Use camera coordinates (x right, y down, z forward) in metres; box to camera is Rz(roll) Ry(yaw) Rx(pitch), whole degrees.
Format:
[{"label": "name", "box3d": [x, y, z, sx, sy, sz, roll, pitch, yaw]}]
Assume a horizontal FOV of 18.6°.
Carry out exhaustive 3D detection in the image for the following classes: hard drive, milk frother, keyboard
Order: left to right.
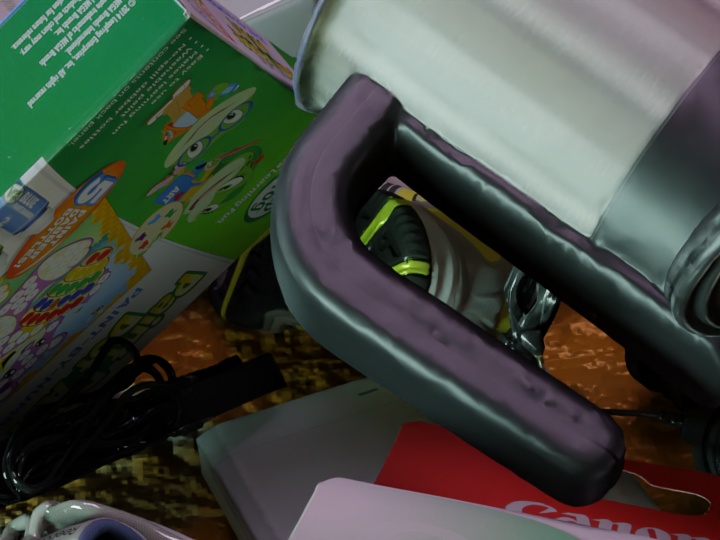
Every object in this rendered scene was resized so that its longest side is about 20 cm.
[{"label": "keyboard", "box3d": [-0.104, 0.051, 0.737, 0.104, 0.040, 0.200, -19, 2, 40]}, {"label": "hard drive", "box3d": [0.039, 0.102, 0.744, 0.131, 0.026, 0.200, -17, 37, -16]}, {"label": "milk frother", "box3d": [0.078, -0.053, 0.636, 0.188, 0.200, 0.180, 36, 52, 13]}]

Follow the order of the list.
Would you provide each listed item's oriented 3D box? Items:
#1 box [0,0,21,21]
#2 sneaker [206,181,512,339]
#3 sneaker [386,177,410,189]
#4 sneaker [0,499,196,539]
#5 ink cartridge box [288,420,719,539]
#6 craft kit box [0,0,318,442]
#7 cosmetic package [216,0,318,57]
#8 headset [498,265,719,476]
[{"label": "box", "box3d": [-0.224, -0.043, 0.844, 0.199, 0.172, 0.199, -18, 38, -17]}, {"label": "sneaker", "box3d": [0.000, 0.000, 0.845, 0.076, 0.076, 0.200, 17, 7, -27]}, {"label": "sneaker", "box3d": [0.088, -0.048, 0.858, 0.199, 0.075, 0.090, -6, -9, 26]}, {"label": "sneaker", "box3d": [-0.094, 0.105, 0.693, 0.199, 0.087, 0.075, 1, 43, 24]}, {"label": "ink cartridge box", "box3d": [0.069, 0.084, 0.651, 0.160, 0.050, 0.200, 10, 26, 10]}, {"label": "craft kit box", "box3d": [-0.105, -0.006, 0.708, 0.200, 0.197, 0.049, -44, 78, 6]}, {"label": "cosmetic package", "box3d": [-0.093, -0.123, 0.889, 0.101, 0.071, 0.200, -25, 47, -8]}, {"label": "headset", "box3d": [0.139, 0.027, 0.778, 0.199, 0.094, 0.124, -4, 34, -18]}]
